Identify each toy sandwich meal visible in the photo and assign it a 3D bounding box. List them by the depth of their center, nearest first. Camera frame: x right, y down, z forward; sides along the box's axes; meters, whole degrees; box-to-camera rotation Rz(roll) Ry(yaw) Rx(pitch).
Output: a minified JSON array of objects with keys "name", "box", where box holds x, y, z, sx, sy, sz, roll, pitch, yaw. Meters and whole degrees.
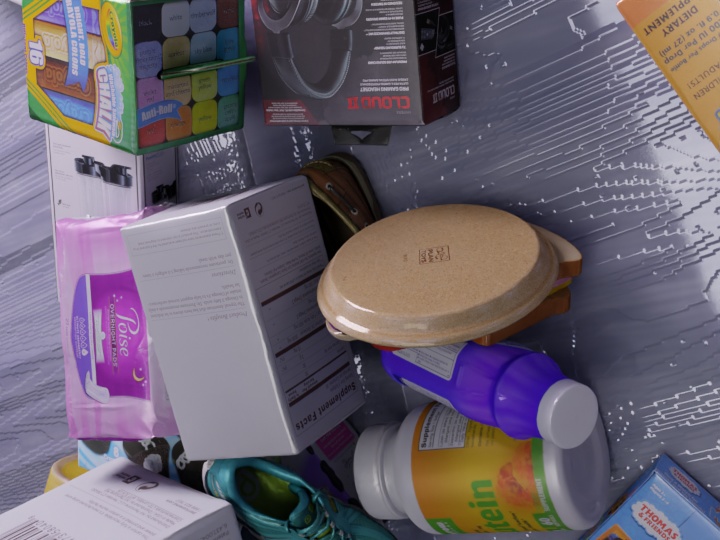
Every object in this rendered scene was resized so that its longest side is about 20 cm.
[{"name":"toy sandwich meal","box":[0.065,0.016,0.890,0.203,0.205,0.071,6,125,28]}]

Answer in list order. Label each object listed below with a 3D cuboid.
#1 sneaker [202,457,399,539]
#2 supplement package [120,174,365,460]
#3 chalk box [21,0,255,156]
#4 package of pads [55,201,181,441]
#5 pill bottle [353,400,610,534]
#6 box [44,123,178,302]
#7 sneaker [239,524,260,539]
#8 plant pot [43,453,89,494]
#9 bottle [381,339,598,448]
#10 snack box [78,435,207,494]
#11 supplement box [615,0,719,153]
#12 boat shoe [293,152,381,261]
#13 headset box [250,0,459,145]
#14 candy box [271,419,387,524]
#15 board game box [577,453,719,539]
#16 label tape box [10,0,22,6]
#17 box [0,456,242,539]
[{"name":"sneaker","box":[-0.046,0.214,0.983,0.199,0.078,0.080,31,162,-10]},{"name":"supplement package","box":[-0.092,0.039,0.953,0.116,0.117,0.203,-8,102,32]},{"name":"chalk box","box":[-0.174,-0.175,0.970,0.199,0.124,0.126,22,119,38]},{"name":"package of pads","box":[-0.201,0.046,1.023,0.119,0.075,0.203,-5,87,35]},{"name":"pill bottle","box":[0.097,0.162,0.974,0.198,0.111,0.112,-10,103,32]},{"name":"box","box":[-0.233,-0.061,1.111,0.115,0.060,0.203,11,114,26]},{"name":"sneaker","box":[-0.050,0.297,1.046,0.144,0.077,0.205,12,115,25]},{"name":"plant pot","box":[-0.258,0.295,1.192,0.198,0.200,0.192,10,97,26]},{"name":"bottle","box":[0.097,0.082,0.896,0.199,0.083,0.066,21,97,56]},{"name":"snack box","box":[-0.189,0.146,1.092,0.198,0.037,0.118,8,101,37]},{"name":"supplement box","box":[0.263,-0.125,0.798,0.066,0.069,0.201,-37,90,36]},{"name":"boat shoe","box":[0.000,0.000,0.994,0.072,0.068,0.201,-31,92,34]},{"name":"headset box","box":[-0.006,-0.199,0.919,0.147,0.077,0.203,5,109,28]},{"name":"candy box","box":[-0.081,0.191,1.111,0.201,0.071,0.168,51,124,4]},{"name":"board game box","box":[0.246,0.271,0.974,0.151,0.037,0.201,42,124,10]},{"name":"label tape box","box":[-0.345,-0.339,1.068,0.198,0.066,0.145,23,118,19]},{"name":"box","box":[-0.214,0.289,0.982,0.198,0.199,0.174,7,113,50]}]
